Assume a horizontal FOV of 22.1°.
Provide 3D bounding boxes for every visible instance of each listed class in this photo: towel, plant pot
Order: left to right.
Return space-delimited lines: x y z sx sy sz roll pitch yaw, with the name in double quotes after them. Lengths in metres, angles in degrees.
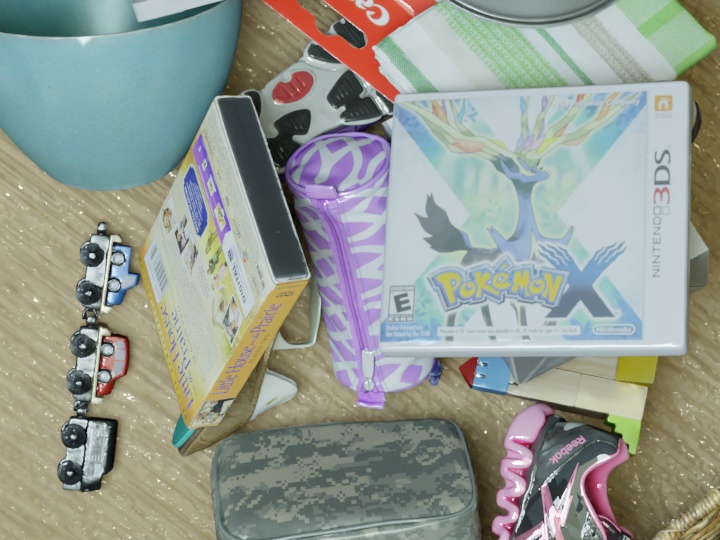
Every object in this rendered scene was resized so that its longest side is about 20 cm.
-0.178 -0.135 1.282 0.200 0.200 0.135 -5 118 -5 "plant pot"
0.128 -0.151 1.291 0.200 0.031 0.149 -34 74 -12 "towel"

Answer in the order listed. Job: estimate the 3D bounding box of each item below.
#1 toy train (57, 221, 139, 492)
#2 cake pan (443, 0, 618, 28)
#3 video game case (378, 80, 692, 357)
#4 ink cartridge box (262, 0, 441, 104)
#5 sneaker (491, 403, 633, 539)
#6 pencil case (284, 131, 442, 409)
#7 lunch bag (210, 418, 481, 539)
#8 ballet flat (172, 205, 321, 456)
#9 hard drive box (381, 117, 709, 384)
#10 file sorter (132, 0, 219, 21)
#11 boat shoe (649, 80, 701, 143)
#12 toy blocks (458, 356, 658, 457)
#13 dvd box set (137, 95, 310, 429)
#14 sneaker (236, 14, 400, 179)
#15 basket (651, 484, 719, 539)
-0.192 0.065 1.356 0.046 0.034 0.200 6 93 -9 "toy train"
0.117 -0.268 1.291 0.200 0.037 0.200 1 73 -4 "cake pan"
0.114 -0.033 1.203 0.200 0.022 0.182 -1 72 16 "video game case"
0.026 -0.244 1.323 0.162 0.050 0.200 38 68 -6 "ink cartridge box"
0.138 0.196 1.280 0.095 0.079 0.200 9 87 24 "sneaker"
0.000 0.000 1.307 0.084 0.086 0.200 5 128 27 "pencil case"
-0.003 0.211 1.334 0.200 0.139 0.168 -7 122 -4 "lunch bag"
-0.071 0.052 1.358 0.072 0.068 0.200 22 86 -21 "ballet flat"
0.130 -0.046 1.309 0.156 0.077 0.200 -28 68 -2 "hard drive box"
-0.058 -0.263 1.192 0.200 0.139 0.125 -12 116 12 "file sorter"
0.151 -0.045 1.241 0.200 0.057 0.067 -41 66 0 "boat shoe"
0.152 0.026 1.363 0.137 0.100 0.200 12 81 3 "toy blocks"
-0.097 -0.002 1.254 0.029 0.200 0.146 -5 59 -27 "dvd box set"
-0.037 -0.119 1.344 0.200 0.083 0.081 -30 85 -19 "sneaker"
0.267 0.261 1.329 0.200 0.149 0.143 -36 59 -3 "basket"
